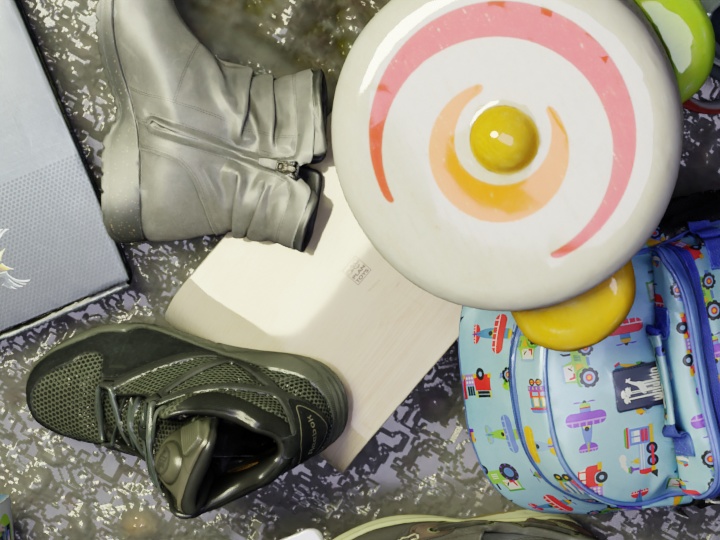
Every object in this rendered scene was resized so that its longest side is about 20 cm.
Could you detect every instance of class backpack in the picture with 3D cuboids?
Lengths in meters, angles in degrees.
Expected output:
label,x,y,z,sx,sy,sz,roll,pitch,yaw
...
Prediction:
label,x,y,z,sx,sy,sz,roll,pitch,yaw
backpack,0.163,0.053,1.445,0.199,0.134,0.184,-10,98,-24

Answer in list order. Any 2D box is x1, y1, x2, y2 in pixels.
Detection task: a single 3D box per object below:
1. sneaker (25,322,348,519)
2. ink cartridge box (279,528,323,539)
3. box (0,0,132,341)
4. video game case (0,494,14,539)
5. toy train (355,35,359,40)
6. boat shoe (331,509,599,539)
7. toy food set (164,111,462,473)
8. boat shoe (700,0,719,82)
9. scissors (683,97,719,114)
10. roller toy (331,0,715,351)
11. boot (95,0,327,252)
label,x,y,z,sx,sy,sz,roll,pitch,yaw
sneaker,-0.118,0.084,1.452,0.198,0.114,0.077,8,110,22
ink cartridge box,-0.042,0.257,1.518,0.115,0.067,0.201,-20,97,-1
box,-0.241,-0.055,1.484,0.157,0.051,0.201,-21,97,-1
video game case,-0.298,0.229,1.500,0.199,0.045,0.182,-3,95,10
toy train,0.086,-0.145,1.438,0.114,0.085,0.200,44,101,0
boat shoe,0.059,0.176,1.480,0.200,0.066,0.072,-6,90,-28
toy food set,0.000,0.000,1.503,0.143,0.060,0.200,41,92,5
boat shoe,0.262,-0.117,1.475,0.199,0.062,0.073,22,93,-21
scissors,0.145,-0.100,1.480,0.199,0.014,0.073,-23,120,-16
roller toy,0.078,-0.073,1.335,0.182,0.140,0.201,19,102,4
boot,-0.081,-0.111,1.463,0.131,0.070,0.201,-1,98,10
